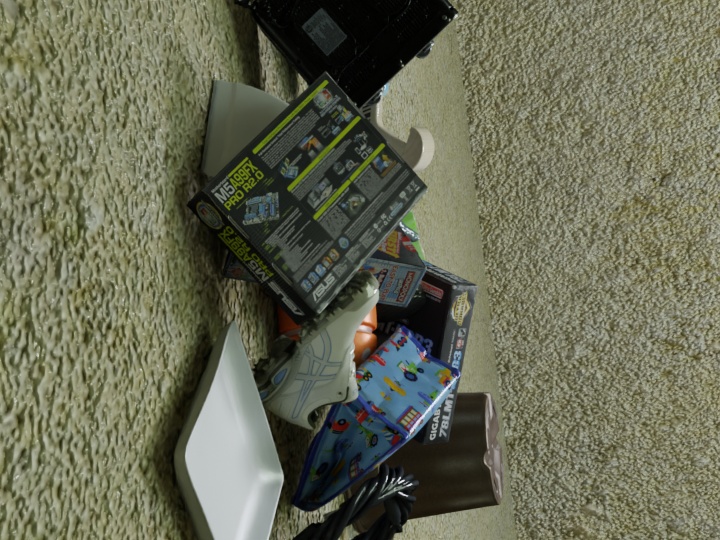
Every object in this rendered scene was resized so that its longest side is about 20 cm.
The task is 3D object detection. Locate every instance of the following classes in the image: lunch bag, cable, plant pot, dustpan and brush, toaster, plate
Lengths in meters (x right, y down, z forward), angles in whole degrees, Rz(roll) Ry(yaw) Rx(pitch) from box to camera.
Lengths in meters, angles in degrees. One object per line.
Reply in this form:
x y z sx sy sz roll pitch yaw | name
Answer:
0.006 0.186 1.386 0.150 0.094 0.201 -39 165 -54 | lunch bag
-0.002 0.281 1.387 0.051 0.164 0.200 42 7 25 | cable
0.089 0.249 1.683 0.200 0.195 0.203 -7 90 -77 | plant pot
-0.063 -0.114 1.272 0.057 0.197 0.141 112 -15 -51 | dustpan and brush
-0.017 -0.293 1.407 0.200 0.181 0.119 47 0 -4 | toaster
-0.124 0.182 1.135 0.201 0.032 0.202 -77 158 -57 | plate

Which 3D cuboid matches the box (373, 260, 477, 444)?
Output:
0.051 0.085 1.528 0.049 0.199 0.201 -1 107 -37 | box

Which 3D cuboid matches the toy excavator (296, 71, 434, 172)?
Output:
0.003 -0.226 1.567 0.100 0.192 0.203 -12 102 -60 | toy excavator

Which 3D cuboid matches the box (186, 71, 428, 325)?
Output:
-0.047 -0.072 1.199 0.160 0.044 0.200 46 57 -8 | box

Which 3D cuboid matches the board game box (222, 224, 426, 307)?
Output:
-0.029 -0.046 1.298 0.201 0.198 0.062 -82 -165 -50 | board game box

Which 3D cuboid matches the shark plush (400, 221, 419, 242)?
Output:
0.007 -0.066 1.474 0.083 0.091 0.200 45 -4 36 | shark plush

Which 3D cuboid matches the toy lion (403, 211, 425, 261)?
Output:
0.038 -0.081 1.654 0.202 0.068 0.192 65 -7 -11 | toy lion

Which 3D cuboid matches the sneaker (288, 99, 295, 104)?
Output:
-0.060 -0.143 1.496 0.200 0.071 0.073 48 61 -72 | sneaker

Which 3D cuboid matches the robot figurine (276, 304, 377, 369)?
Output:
-0.038 0.038 1.402 0.116 0.143 0.203 6 74 -38 | robot figurine

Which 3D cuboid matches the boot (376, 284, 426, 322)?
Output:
0.000 0.000 1.508 0.069 0.199 0.134 9 72 -39 | boot

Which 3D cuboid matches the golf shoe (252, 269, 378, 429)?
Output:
-0.028 0.082 1.242 0.097 0.200 0.079 38 34 -9 | golf shoe
